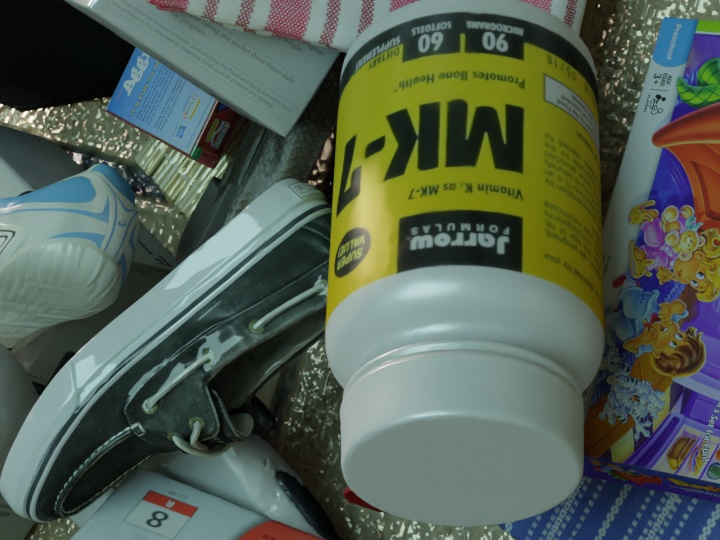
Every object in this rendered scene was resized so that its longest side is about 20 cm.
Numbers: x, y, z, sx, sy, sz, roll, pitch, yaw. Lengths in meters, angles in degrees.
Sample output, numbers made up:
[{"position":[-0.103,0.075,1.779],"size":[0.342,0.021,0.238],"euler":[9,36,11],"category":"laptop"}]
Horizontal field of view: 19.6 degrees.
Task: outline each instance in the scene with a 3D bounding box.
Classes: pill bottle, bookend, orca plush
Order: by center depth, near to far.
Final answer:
[{"position":[0.043,-0.005,0.859],"size":[0.114,0.114,0.200],"euler":[-19,51,29],"category":"pill bottle"},{"position":[-0.045,0.099,1.000],"size":[0.200,0.071,0.105],"euler":[25,114,14],"category":"orca plush"},{"position":[-0.206,-0.207,1.096],"size":[0.092,0.200,0.199],"euler":[-7,76,32],"category":"bookend"}]

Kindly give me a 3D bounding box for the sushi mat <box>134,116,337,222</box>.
[{"position":[-0.038,-0.106,1.074],"size":[0.096,0.012,0.200],"euler":[45,105,32],"category":"sushi mat"}]

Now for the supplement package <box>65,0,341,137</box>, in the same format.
[{"position":[-0.035,-0.179,0.965],"size":[0.200,0.109,0.114],"euler":[-57,17,1],"category":"supplement package"}]

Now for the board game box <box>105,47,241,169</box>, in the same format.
[{"position":[-0.061,-0.157,1.074],"size":[0.103,0.019,0.200],"euler":[29,94,53],"category":"board game box"}]

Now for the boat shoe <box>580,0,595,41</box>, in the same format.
[{"position":[0.083,-0.192,0.979],"size":[0.070,0.070,0.201],"euler":[-3,77,34],"category":"boat shoe"}]

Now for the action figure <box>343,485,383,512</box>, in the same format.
[{"position":[0.000,0.000,0.965],"size":[0.065,0.099,0.201],"euler":[-21,55,28],"category":"action figure"}]

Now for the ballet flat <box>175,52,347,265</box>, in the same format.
[{"position":[-0.024,-0.077,1.027],"size":[0.200,0.046,0.067],"euler":[-60,17,3],"category":"ballet flat"}]

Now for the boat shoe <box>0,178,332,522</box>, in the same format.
[{"position":[-0.076,0.049,0.923],"size":[0.200,0.072,0.071],"euler":[-46,72,8],"category":"boat shoe"}]

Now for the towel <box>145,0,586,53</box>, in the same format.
[{"position":[0.015,-0.165,0.905],"size":[0.030,0.199,0.147],"euler":[-148,69,-74],"category":"towel"}]

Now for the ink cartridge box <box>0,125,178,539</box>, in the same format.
[{"position":[-0.204,0.039,1.110],"size":[0.147,0.083,0.200],"euler":[41,102,33],"category":"ink cartridge box"}]

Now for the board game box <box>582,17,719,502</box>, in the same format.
[{"position":[0.168,-0.003,0.871],"size":[0.134,0.045,0.201],"euler":[9,74,33],"category":"board game box"}]

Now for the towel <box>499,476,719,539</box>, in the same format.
[{"position":[0.114,0.066,0.933],"size":[0.200,0.024,0.145],"euler":[35,101,36],"category":"towel"}]

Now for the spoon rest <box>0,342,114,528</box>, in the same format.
[{"position":[-0.178,0.095,1.027],"size":[0.099,0.200,0.061],"euler":[-42,32,9],"category":"spoon rest"}]

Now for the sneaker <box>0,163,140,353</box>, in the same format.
[{"position":[-0.185,0.004,1.023],"size":[0.200,0.072,0.073],"euler":[-19,38,33],"category":"sneaker"}]

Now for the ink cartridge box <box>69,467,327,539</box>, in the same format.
[{"position":[-0.074,0.175,0.882],"size":[0.162,0.200,0.050],"euler":[19,121,16],"category":"ink cartridge box"}]
